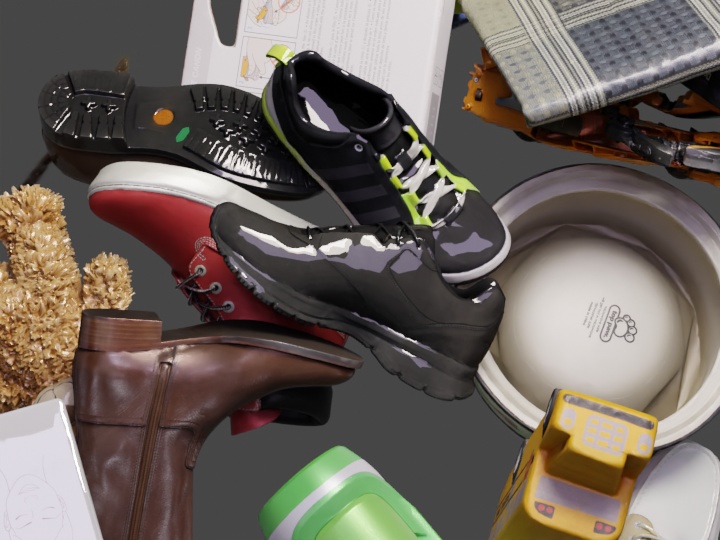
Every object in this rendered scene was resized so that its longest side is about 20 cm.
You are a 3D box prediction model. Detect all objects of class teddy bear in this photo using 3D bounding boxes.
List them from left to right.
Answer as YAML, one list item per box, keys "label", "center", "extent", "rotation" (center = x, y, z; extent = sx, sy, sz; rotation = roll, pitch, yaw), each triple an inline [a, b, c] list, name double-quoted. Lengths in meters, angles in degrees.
- label: "teddy bear"
  center: [-0.210, 0.037, 1.339]
  extent: [0.144, 0.067, 0.202]
  rotation: [-8, 71, -6]

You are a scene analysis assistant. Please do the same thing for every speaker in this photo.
- label: "speaker"
  center: [0.025, 0.208, 1.293]
  extent: [0.088, 0.089, 0.200]
  rotation: [-37, 78, -17]

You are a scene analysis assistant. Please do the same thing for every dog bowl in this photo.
- label: "dog bowl"
  center: [0.155, 0.035, 1.375]
  extent: [0.198, 0.074, 0.202]
  rotation: [2, 69, -6]

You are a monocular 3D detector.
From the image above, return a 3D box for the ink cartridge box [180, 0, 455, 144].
- label: "ink cartridge box"
  center: [-0.026, -0.173, 1.412]
  extent: [0.175, 0.045, 0.202]
  rotation: [9, 89, 15]

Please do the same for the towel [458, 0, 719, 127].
- label: "towel"
  center: [0.172, -0.168, 1.349]
  extent: [0.191, 0.035, 0.201]
  rotation: [-19, 35, 0]

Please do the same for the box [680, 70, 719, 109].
- label: "box"
  center: [0.262, -0.135, 1.378]
  extent: [0.142, 0.036, 0.200]
  rotation: [8, 23, -30]

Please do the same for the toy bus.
- label: "toy bus"
  center: [0.126, 0.138, 1.266]
  extent: [0.065, 0.200, 0.079]
  rotation: [19, 68, 1]

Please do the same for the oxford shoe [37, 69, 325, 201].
- label: "oxford shoe"
  center: [-0.114, -0.078, 1.383]
  extent: [0.198, 0.085, 0.073]
  rotation: [13, 55, 3]

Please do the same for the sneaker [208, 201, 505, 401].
- label: "sneaker"
  center: [0.000, 0.000, 1.289]
  extent: [0.199, 0.076, 0.091]
  rotation: [28, 102, -13]

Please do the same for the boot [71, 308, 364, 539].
- label: "boot"
  center: [-0.100, 0.132, 1.290]
  extent: [0.185, 0.064, 0.202]
  rotation: [7, 96, -4]

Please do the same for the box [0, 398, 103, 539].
- label: "box"
  center: [-0.212, 0.198, 1.174]
  extent: [0.151, 0.106, 0.202]
  rotation: [-15, 73, -10]

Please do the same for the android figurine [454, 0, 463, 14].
- label: "android figurine"
  center: [0.050, -0.265, 1.470]
  extent: [0.198, 0.041, 0.184]
  rotation: [1, 73, -2]

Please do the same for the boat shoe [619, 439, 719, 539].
- label: "boat shoe"
  center: [0.186, 0.195, 1.322]
  extent: [0.074, 0.068, 0.201]
  rotation: [24, 69, 3]

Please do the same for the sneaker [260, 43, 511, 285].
- label: "sneaker"
  center: [0.013, -0.067, 1.314]
  extent: [0.199, 0.083, 0.072]
  rotation: [38, 72, 3]

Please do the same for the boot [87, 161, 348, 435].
- label: "boot"
  center: [-0.097, 0.023, 1.336]
  extent: [0.199, 0.072, 0.145]
  rotation: [23, 70, -18]

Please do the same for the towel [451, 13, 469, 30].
- label: "towel"
  center: [0.007, -0.255, 1.491]
  extent: [0.144, 0.024, 0.201]
  rotation: [-20, 74, -12]

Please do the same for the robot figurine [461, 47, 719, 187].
- label: "robot figurine"
  center: [0.176, -0.101, 1.380]
  extent: [0.198, 0.145, 0.059]
  rotation: [15, 98, 19]
